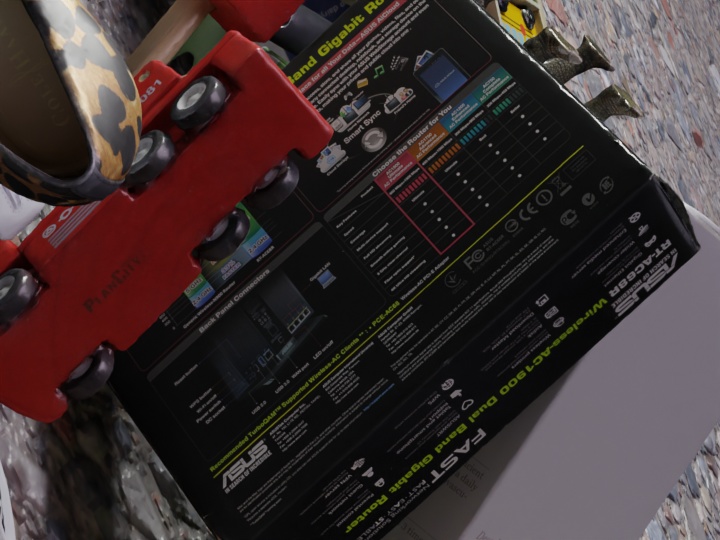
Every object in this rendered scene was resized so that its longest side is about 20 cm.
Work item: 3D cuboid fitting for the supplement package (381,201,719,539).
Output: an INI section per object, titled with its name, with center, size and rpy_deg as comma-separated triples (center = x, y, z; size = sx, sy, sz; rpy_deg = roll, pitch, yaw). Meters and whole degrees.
[supplement package]
center = 0.058, 0.050, 0.840
size = 0.117, 0.200, 0.117
rpy_deg = 36, 3, 40

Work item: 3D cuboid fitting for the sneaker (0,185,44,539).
[sneaker]
center = -0.136, 0.015, 0.646
size = 0.201, 0.075, 0.115
rpy_deg = 67, 23, 1

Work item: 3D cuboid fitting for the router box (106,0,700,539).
[router box]
center = 0.000, 0.000, 0.767
size = 0.150, 0.200, 0.062
rpy_deg = 50, 2, 36

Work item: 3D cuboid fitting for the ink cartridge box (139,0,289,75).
[ink cartridge box]
center = -0.034, -0.022, 0.891
size = 0.059, 0.104, 0.200
rpy_deg = 37, -3, 39

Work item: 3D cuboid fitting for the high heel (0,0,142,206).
[high heel]
center = -0.139, -0.101, 0.583
size = 0.200, 0.071, 0.143
rpy_deg = 43, 6, -34

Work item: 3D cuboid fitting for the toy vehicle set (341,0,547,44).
[toy vehicle set]
center = 0.033, -0.165, 0.996
size = 0.200, 0.026, 0.125
rpy_deg = 17, 58, -61

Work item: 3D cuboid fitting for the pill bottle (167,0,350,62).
[pill bottle]
center = -0.015, -0.097, 1.016
size = 0.201, 0.111, 0.111
rpy_deg = 64, 21, -18

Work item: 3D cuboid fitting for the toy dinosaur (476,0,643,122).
[toy dinosaur]
center = 0.053, -0.067, 0.907
size = 0.200, 0.102, 0.077
rpy_deg = 28, 24, -42

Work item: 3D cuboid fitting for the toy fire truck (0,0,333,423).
[toy fire truck]
center = -0.078, -0.048, 0.758
size = 0.049, 0.200, 0.141
rpy_deg = 46, -4, -29

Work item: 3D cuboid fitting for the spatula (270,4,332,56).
[spatula]
center = 0.010, -0.083, 0.931
size = 0.200, 0.020, 0.057
rpy_deg = 28, 73, -56

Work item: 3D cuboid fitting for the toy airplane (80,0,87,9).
[toy airplane]
center = -0.115, -0.192, 0.802
size = 0.201, 0.141, 0.199
rpy_deg = 67, 19, -6
